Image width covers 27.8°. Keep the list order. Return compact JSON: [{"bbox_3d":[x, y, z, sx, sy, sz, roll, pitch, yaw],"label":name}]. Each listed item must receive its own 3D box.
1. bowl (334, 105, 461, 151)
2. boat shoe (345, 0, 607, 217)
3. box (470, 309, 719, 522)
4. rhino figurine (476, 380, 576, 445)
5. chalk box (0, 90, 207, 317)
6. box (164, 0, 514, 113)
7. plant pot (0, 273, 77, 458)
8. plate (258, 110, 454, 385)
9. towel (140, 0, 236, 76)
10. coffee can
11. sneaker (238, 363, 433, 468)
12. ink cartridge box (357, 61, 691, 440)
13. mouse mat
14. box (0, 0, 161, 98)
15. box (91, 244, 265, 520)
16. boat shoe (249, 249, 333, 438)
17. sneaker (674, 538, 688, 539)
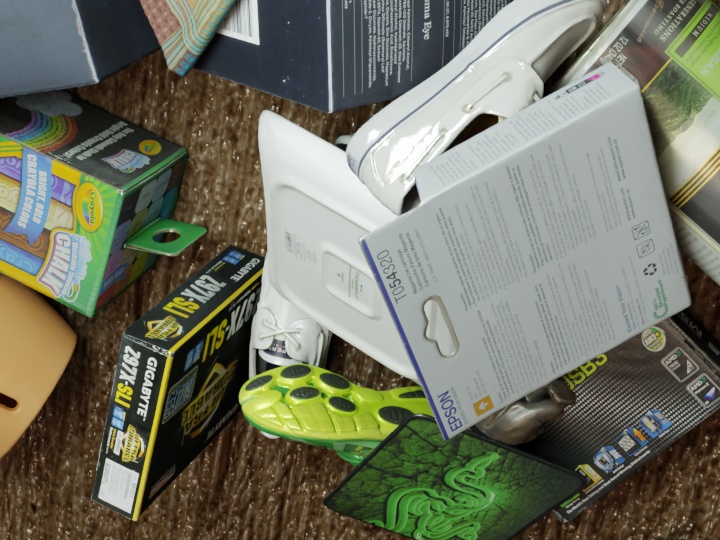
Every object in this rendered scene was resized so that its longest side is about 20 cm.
[{"bbox_3d":[0.087,-0.067,1.060,0.201,0.201,0.091,36,86,3],"label":"bowl"},{"bbox_3d":[0.087,-0.108,0.936,0.200,0.071,0.070,-37,65,-1],"label":"boat shoe"},{"bbox_3d":[0.168,0.076,1.168,0.193,0.048,0.200,45,119,-3],"label":"box"},{"bbox_3d":[0.072,0.062,1.141,0.200,0.060,0.088,37,129,9],"label":"rhino figurine"},{"bbox_3d":[-0.230,-0.054,1.220,0.199,0.125,0.124,27,118,10],"label":"chalk box"},{"bbox_3d":[-0.011,-0.192,1.004,0.200,0.182,0.105,24,124,46],"label":"box"},{"bbox_3d":[-0.347,0.077,1.293,0.140,0.200,0.200,35,121,-16],"label":"plant pot"},{"bbox_3d":[0.000,0.000,1.059,0.200,0.032,0.200,31,148,22],"label":"plate"},{"bbox_3d":[-0.107,-0.240,0.940,0.200,0.022,0.147,-45,65,48],"label":"towel"},{"bbox_3d":[0.237,-0.096,1.013,0.200,0.146,0.146,41,119,1],"label":"coffee can"},{"bbox_3d":[-0.007,0.133,1.207,0.199,0.074,0.084,12,132,-19],"label":"sneaker"},{"bbox_3d":[0.108,-0.008,0.945,0.199,0.043,0.197,-27,130,-5],"label":"ink cartridge box"},{"bbox_3d":[0.074,0.184,1.201,0.160,0.008,0.200,21,144,-13],"label":"mouse mat"},{"bbox_3d":[-0.251,-0.210,1.119,0.196,0.200,0.118,-5,110,23],"label":"box"},{"bbox_3d":[-0.143,0.087,1.202,0.049,0.200,0.160,20,116,13],"label":"box"},{"bbox_3d":[-0.056,0.055,1.218,0.073,0.065,0.201,11,125,14],"label":"boat shoe"},{"bbox_3d":[0.194,0.271,1.228,0.091,0.066,0.200,46,122,-5],"label":"sneaker"}]
